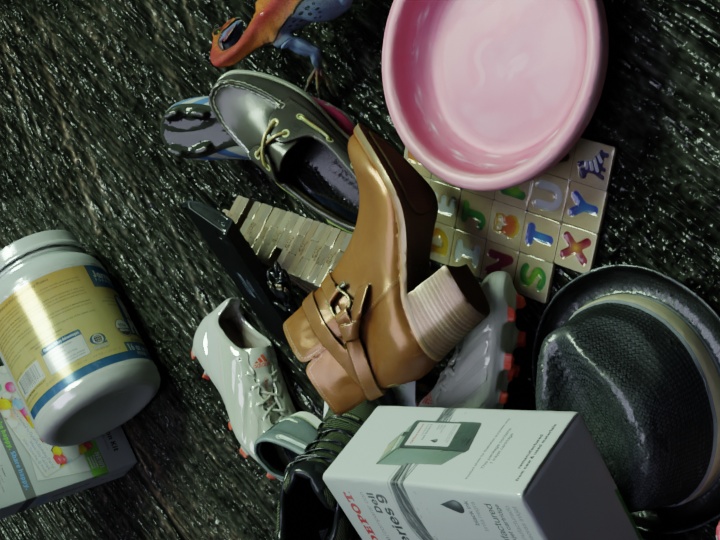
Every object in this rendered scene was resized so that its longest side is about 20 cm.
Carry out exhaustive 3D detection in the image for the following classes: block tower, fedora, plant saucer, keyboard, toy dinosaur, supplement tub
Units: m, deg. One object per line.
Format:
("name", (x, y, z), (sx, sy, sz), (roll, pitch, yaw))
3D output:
("block tower", (-0.057, -0.017, 1.005), (0.199, 0.058, 0.055), (20, 79, 46))
("fedora", (0.186, 0.100, 0.810), (0.199, 0.091, 0.204), (8, 103, 40))
("plant saucer", (0.106, -0.164, 0.860), (0.198, 0.050, 0.204), (5, 97, 40))
("keyboard", (-0.082, 0.018, 1.002), (0.127, 0.021, 0.201), (33, 162, 39))
("toy dinosaur", (-0.065, -0.236, 0.949), (0.179, 0.200, 0.106), (-24, 63, 10))
("supplement tub", (-0.323, 0.073, 1.227), (0.145, 0.144, 0.201), (-46, 68, 37))

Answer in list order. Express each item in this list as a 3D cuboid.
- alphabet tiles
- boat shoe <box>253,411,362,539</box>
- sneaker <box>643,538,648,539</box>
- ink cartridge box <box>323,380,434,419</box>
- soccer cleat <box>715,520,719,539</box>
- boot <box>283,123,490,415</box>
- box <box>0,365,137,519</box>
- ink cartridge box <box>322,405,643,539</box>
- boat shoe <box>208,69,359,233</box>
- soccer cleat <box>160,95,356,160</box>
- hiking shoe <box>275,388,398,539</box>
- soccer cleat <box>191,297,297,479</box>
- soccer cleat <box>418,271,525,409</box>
("alphabet tiles", (0.111, -0.074, 0.906), (0.198, 0.006, 0.169), (23, 112, 38))
("boat shoe", (-0.018, 0.205, 0.965), (0.200, 0.061, 0.073), (44, 122, 26))
("sneaker", (0.175, 0.234, 0.842), (0.198, 0.095, 0.081), (3, 99, 41))
("ink cartridge box", (0.021, 0.131, 0.995), (0.108, 0.050, 0.204), (14, 105, 40))
("soccer cleat", (0.318, 0.140, 0.711), (0.199, 0.076, 0.068), (-34, 75, 40))
("boot", (0.000, 0.000, 0.890), (0.155, 0.076, 0.202), (-37, 72, 24))
("box", (-0.365, 0.180, 1.246), (0.041, 0.199, 0.157), (-40, 71, 36))
("ink cartridge box", (0.089, 0.180, 0.808), (0.198, 0.084, 0.147), (-6, 121, 48))
("boat shoe", (-0.051, -0.103, 0.956), (0.200, 0.061, 0.072), (35, 114, 6))
("soccer cleat", (-0.088, -0.136, 1.040), (0.197, 0.086, 0.071), (6, 108, 17))
("hiking shoe", (-0.017, 0.164, 0.888), (0.075, 0.101, 0.202), (11, 64, 15))
("soccer cleat", (-0.100, 0.117, 1.090), (0.201, 0.069, 0.078), (53, 124, 25))
("soccer cleat", (0.085, 0.097, 0.902), (0.076, 0.069, 0.203), (11, 108, 18))
